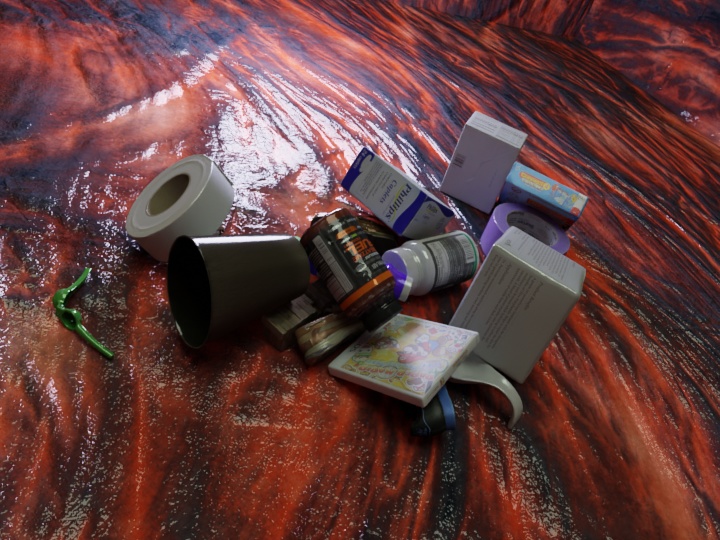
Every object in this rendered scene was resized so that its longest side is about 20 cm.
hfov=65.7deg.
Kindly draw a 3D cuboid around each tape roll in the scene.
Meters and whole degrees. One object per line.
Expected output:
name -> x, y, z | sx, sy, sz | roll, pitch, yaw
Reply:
tape roll -> -0.330, -0.117, 1.023 | 0.199, 0.071, 0.205 | -21, 43, 20
tape roll -> 0.400, -0.071, 1.359 | 0.196, 0.086, 0.202 | 11, 40, -9

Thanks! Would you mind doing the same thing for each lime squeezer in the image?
lime squeezer -> -0.452, 0.067, 0.892 | 0.070, 0.038, 0.201 | 24, 24, -50

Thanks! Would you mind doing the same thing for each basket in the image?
basket -> -0.190, 0.014, 0.900 | 0.198, 0.183, 0.135 | -16, 39, -44

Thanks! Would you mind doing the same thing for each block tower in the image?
block tower -> -0.096, 0.070, 1.013 | 0.054, 0.058, 0.199 | 36, 40, 19

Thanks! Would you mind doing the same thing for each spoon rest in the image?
spoon rest -> 0.207, 0.190, 0.998 | 0.199, 0.061, 0.099 | 39, 43, 20

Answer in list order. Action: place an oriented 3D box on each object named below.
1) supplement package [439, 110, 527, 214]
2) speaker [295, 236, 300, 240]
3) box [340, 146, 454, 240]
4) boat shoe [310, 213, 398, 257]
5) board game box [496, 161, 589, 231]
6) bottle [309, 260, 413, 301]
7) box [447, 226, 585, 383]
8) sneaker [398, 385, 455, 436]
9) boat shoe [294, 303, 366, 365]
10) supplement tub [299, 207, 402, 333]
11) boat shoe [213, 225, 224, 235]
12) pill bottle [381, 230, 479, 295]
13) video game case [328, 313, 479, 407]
supplement package -> 0.323, -0.286, 1.478 | 0.154, 0.202, 0.111 | 27, 39, 10
speaker -> -0.193, -0.006, 1.035 | 0.198, 0.089, 0.089 | -19, 52, -37
box -> 0.085, -0.161, 1.255 | 0.200, 0.106, 0.183 | 42, 14, 26
boat shoe -> -0.015, -0.081, 1.205 | 0.197, 0.073, 0.068 | 19, 31, -15
board game box -> 0.459, -0.178, 1.433 | 0.198, 0.196, 0.057 | 30, 84, 11
bottle -> 0.000, 0.000, 1.040 | 0.197, 0.066, 0.084 | 21, 42, -1
box -> 0.295, 0.056, 1.048 | 0.170, 0.202, 0.199 | 32, 25, 15
sneaker -> 0.095, 0.192, 0.942 | 0.076, 0.071, 0.201 | -10, 34, -7
boat shoe -> -0.034, 0.090, 0.990 | 0.199, 0.076, 0.072 | -27, 72, -43
supplement tub -> -0.011, 0.003, 0.945 | 0.106, 0.107, 0.202 | -29, 82, -43
boat shoe -> -0.304, -0.077, 1.091 | 0.067, 0.072, 0.203 | 22, 43, -25
pill bottle -> 0.143, -0.013, 1.161 | 0.197, 0.114, 0.114 | -13, 49, -34
video game case -> 0.073, 0.140, 0.943 | 0.197, 0.023, 0.181 | 10, 35, 39
